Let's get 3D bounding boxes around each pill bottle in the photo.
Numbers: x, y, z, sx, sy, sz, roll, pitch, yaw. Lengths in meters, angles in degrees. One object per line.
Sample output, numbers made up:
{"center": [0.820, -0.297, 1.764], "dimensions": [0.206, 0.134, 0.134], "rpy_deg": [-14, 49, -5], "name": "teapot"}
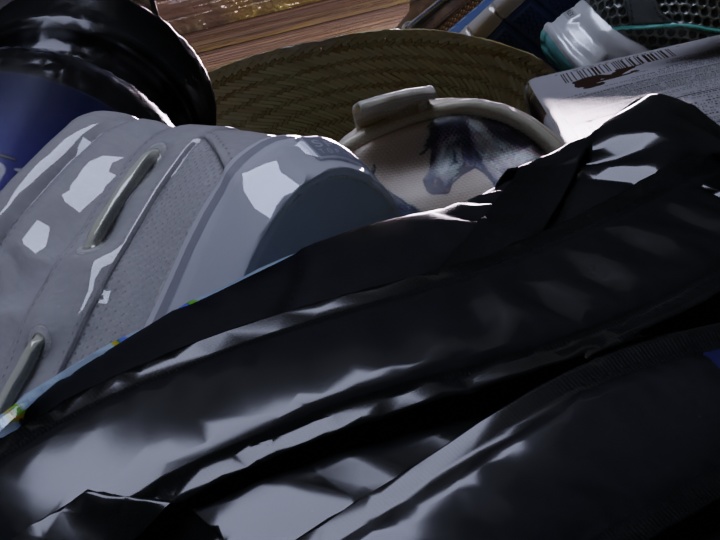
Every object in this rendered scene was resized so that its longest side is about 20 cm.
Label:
{"center": [-0.109, 0.004, 0.709], "dimensions": [0.112, 0.112, 0.200], "rpy_deg": [-10, 36, 22], "name": "pill bottle"}

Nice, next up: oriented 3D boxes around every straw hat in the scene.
{"center": [0.000, 0.000, 0.916], "dimensions": [0.201, 0.201, 0.085], "rpy_deg": [-13, 54, 6], "name": "straw hat"}

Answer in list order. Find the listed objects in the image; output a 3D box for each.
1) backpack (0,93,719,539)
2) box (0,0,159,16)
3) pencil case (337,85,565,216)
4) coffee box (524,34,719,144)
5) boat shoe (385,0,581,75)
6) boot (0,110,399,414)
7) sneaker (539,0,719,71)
{"center": [0.016, 0.065, 0.447], "dimensions": [0.200, 0.154, 0.163], "rpy_deg": [-12, 47, -40], "name": "backpack"}
{"center": [-0.128, -0.059, 1.088], "dimensions": [0.060, 0.200, 0.117], "rpy_deg": [-20, 13, -27], "name": "box"}
{"center": [0.027, 0.009, 0.675], "dimensions": [0.078, 0.089, 0.200], "rpy_deg": [-28, -12, -2], "name": "pencil case"}
{"center": [0.108, -0.003, 0.744], "dimensions": [0.080, 0.113, 0.200], "rpy_deg": [-13, 12, 2], "name": "coffee box"}
{"center": [0.054, -0.097, 0.957], "dimensions": [0.200, 0.072, 0.072], "rpy_deg": [-35, 41, 17], "name": "boat shoe"}
{"center": [-0.070, 0.056, 0.539], "dimensions": [0.096, 0.074, 0.200], "rpy_deg": [14, 70, 41], "name": "boot"}
{"center": [0.173, -0.076, 0.890], "dimensions": [0.200, 0.091, 0.078], "rpy_deg": [24, 9, -12], "name": "sneaker"}
